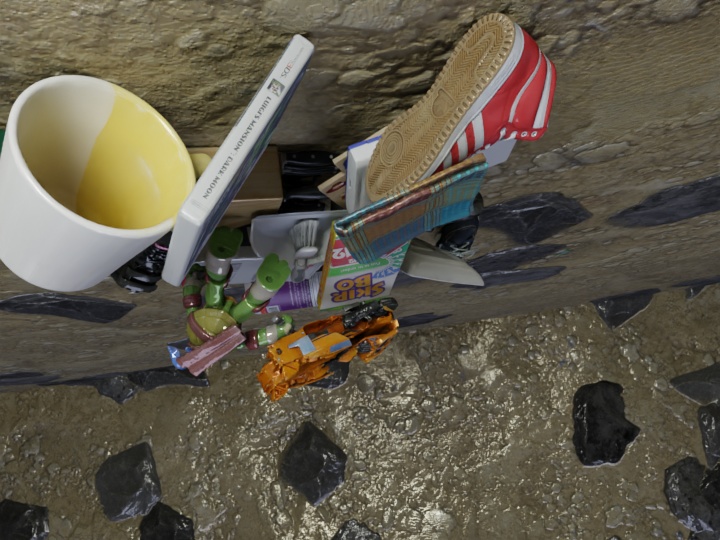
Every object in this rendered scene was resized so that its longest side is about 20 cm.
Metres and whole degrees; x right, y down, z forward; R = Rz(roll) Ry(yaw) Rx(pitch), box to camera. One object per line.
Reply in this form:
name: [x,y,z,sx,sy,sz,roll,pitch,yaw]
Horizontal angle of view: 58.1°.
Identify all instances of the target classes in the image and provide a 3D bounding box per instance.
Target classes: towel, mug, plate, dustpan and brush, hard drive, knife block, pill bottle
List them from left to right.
mug: [-0.230,-0.052,0.571,0.185,0.151,0.153,21,138,-34]
knife block: [-0.122,-0.102,0.727,0.174,0.065,0.199,-15,166,27]
dustpan and brush: [-0.075,-0.024,0.837,0.137,0.058,0.200,-5,172,-12]
pill bottle: [-0.101,0.009,1.136,0.197,0.114,0.113,-8,168,-2]
plate: [0.082,-0.031,1.068,0.198,0.033,0.199,8,-165,-46]
towel: [0.051,-0.052,0.634,0.145,0.022,0.200,-25,173,2]
hard drive: [0.079,-0.125,0.697,0.198,0.026,0.132,-22,163,-10]

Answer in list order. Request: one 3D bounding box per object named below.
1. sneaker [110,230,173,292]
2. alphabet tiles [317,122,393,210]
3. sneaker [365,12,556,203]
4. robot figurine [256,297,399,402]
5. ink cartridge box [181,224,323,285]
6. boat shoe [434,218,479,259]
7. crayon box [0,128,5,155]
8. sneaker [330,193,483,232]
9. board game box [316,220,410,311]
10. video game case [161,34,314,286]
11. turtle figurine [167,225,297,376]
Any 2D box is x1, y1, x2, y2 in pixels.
sneaker: [-0.253,-0.017,0.809,0.070,0.101,0.199,20,172,-37]
alphabet tiles: [0.053,-0.128,0.715,0.198,0.008,0.167,-30,163,12]
sneaker: [0.096,-0.127,0.599,0.112,0.072,0.200,9,133,-45]
robot figurine: [-0.034,0.100,0.851,0.198,0.059,0.145,-19,158,-27]
ink cartridge box: [-0.160,-0.036,0.954,0.197,0.085,0.145,-3,166,-22]
boat shoe: [0.171,-0.050,1.165,0.074,0.063,0.200,-5,167,-9]
crayon box: [-0.400,-0.080,0.652,0.198,0.059,0.172,-13,167,23]
sneaker: [0.060,-0.063,0.847,0.196,0.116,0.077,-1,-146,7]
board game box: [0.000,0.000,0.818,0.094,0.030,0.201,-5,153,-13]
video game case: [-0.114,-0.086,0.575,0.023,0.183,0.200,31,158,-10]
turtle figurine: [-0.149,0.026,0.814,0.198,0.145,0.195,-18,154,-37]
